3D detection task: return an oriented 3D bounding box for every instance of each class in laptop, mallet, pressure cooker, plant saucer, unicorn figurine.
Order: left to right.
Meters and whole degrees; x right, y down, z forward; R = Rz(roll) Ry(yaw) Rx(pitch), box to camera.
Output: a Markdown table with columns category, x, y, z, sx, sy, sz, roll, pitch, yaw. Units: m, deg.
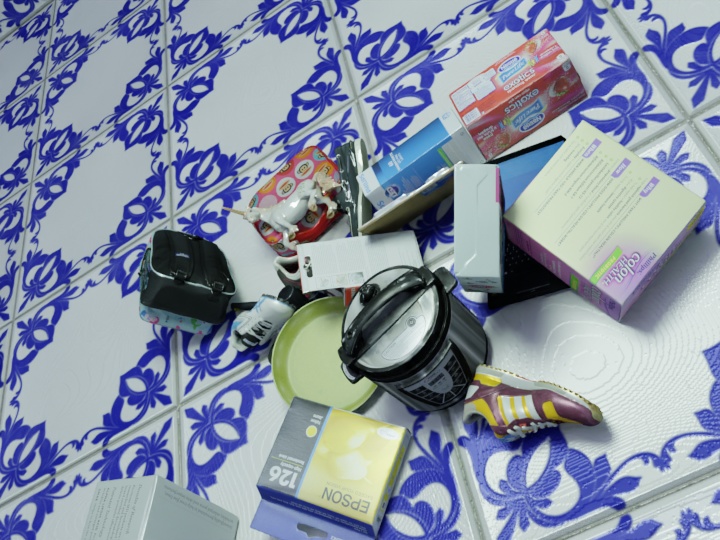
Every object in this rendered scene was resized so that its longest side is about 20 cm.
| category | x | y | z | sx | sy | sz | roll | pitch | yaw |
| --- | --- | --- | --- | --- | --- | --- | --- | --- | --- |
| mallet | -0.161 | 0.068 | 1.519 | 0.199 | 0.066 | 0.041 | -12 | 45 | 49 |
| unicorn figurine | -0.127 | -0.104 | 1.494 | 0.199 | 0.074 | 0.138 | -32 | 44 | -6 |
| plant saucer | -0.047 | 0.141 | 1.344 | 0.197 | 0.031 | 0.202 | -8 | 65 | 17 |
| pressure cooker | 0.068 | 0.093 | 1.196 | 0.177 | 0.200 | 0.178 | -4 | 59 | 35 |
| laptop | 0.248 | -0.070 | 1.251 | 0.176 | 0.103 | 0.202 | -18 | 49 | 27 |

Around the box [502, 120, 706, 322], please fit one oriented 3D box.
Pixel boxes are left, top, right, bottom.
| category | x | y | z | sx | sy | sz | roll | pitch | yaw |
| --- | --- | --- | --- | --- | --- | --- | --- | --- | --- |
| box | 0.327 | -0.067 | 1.143 | 0.199 | 0.097 | 0.176 | 39 | 86 | 22 |

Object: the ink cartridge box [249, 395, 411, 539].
| category | x | y | z | sx | sy | sz | roll | pitch | yaw |
| --- | --- | --- | --- | --- | --- | --- | --- | --- | --- |
| ink cartridge box | -0.049 | 0.301 | 1.220 | 0.195 | 0.047 | 0.202 | 11 | 63 | 25 |

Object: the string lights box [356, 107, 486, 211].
| category | x | y | z | sx | sy | sz | roll | pitch | yaw |
| --- | --- | --- | --- | --- | --- | --- | --- | --- | --- |
| string lights box | 0.104 | -0.173 | 1.437 | 0.199 | 0.103 | 0.059 | -34 | 47 | 11 |

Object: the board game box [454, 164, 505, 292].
| category | x | y | z | sx | sy | sz | roll | pitch | yaw |
| --- | --- | --- | --- | --- | --- | --- | --- | --- | --- |
| board game box | 0.168 | -0.052 | 1.170 | 0.063 | 0.200 | 0.150 | 1 | 83 | 11 |

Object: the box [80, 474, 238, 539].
| category | x | y | z | sx | sy | sz | roll | pitch | yaw |
| --- | --- | --- | --- | --- | --- | --- | --- | --- | --- |
| box | -0.302 | 0.433 | 1.233 | 0.129 | 0.199 | 0.202 | -13 | 52 | 29 |

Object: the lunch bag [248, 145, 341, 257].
| category | x | y | z | sx | sy | sz | roll | pitch | yaw |
| --- | --- | --- | --- | --- | --- | --- | --- | --- | --- |
| lunch bag | -0.108 | -0.124 | 1.579 | 0.200 | 0.082 | 0.176 | -43 | 44 | 3 |

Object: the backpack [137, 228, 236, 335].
| category | x | y | z | sx | sy | sz | roll | pitch | yaw |
| --- | --- | --- | --- | --- | --- | --- | --- | --- | --- |
| backpack | -0.331 | 0.015 | 1.579 | 0.151 | 0.176 | 0.201 | -60 | 29 | 28 |

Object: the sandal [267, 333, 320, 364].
| category | x | y | z | sx | sy | sz | roll | pitch | yaw |
| --- | --- | --- | --- | --- | --- | --- | --- | --- | --- |
| sandal | -0.081 | 0.099 | 1.419 | 0.199 | 0.048 | 0.076 | -28 | 47 | 18 |

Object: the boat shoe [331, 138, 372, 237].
| category | x | y | z | sx | sy | sz | roll | pitch | yaw |
| --- | --- | --- | --- | --- | --- | --- | --- | --- | --- |
| boat shoe | -0.019 | -0.133 | 1.489 | 0.065 | 0.074 | 0.202 | -6 | 82 | 15 |

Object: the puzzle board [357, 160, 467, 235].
| category | x | y | z | sx | sy | sz | roll | pitch | yaw |
| --- | --- | --- | --- | --- | --- | --- | --- | --- | --- |
| puzzle board | 0.096 | -0.117 | 1.380 | 0.199 | 0.151 | 0.018 | -33 | 79 | 14 |

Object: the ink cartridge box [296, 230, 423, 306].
| category | x | y | z | sx | sy | sz | roll | pitch | yaw |
| --- | --- | --- | --- | --- | --- | --- | --- | --- | --- |
| ink cartridge box | 0.000 | 0.000 | 1.362 | 0.197 | 0.051 | 0.110 | -7 | 49 | -5 |

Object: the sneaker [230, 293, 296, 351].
| category | x | y | z | sx | sy | sz | roll | pitch | yaw |
| --- | --- | --- | --- | --- | --- | --- | --- | --- | --- |
| sneaker | -0.168 | 0.093 | 1.439 | 0.200 | 0.071 | 0.073 | -34 | 35 | 57 |

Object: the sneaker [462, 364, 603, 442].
| category | x | y | z | sx | sy | sz | roll | pitch | yaw |
| --- | --- | --- | --- | --- | --- | --- | --- | --- | --- |
| sneaker | 0.224 | 0.191 | 1.110 | 0.199 | 0.075 | 0.091 | 10 | 74 | 48 |

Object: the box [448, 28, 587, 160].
| category | x | y | z | sx | sy | sz | roll | pitch | yaw |
| --- | --- | --- | --- | --- | --- | --- | --- | --- | --- |
| box | 0.262 | -0.294 | 1.410 | 0.199 | 0.095 | 0.100 | -33 | 45 | 13 |

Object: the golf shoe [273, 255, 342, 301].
| category | x | y | z | sx | sy | sz | roll | pitch | yaw |
| --- | --- | --- | --- | --- | --- | --- | --- | --- | --- |
| golf shoe | -0.060 | 0.005 | 1.446 | 0.198 | 0.088 | 0.078 | -9 | 53 | 31 |
